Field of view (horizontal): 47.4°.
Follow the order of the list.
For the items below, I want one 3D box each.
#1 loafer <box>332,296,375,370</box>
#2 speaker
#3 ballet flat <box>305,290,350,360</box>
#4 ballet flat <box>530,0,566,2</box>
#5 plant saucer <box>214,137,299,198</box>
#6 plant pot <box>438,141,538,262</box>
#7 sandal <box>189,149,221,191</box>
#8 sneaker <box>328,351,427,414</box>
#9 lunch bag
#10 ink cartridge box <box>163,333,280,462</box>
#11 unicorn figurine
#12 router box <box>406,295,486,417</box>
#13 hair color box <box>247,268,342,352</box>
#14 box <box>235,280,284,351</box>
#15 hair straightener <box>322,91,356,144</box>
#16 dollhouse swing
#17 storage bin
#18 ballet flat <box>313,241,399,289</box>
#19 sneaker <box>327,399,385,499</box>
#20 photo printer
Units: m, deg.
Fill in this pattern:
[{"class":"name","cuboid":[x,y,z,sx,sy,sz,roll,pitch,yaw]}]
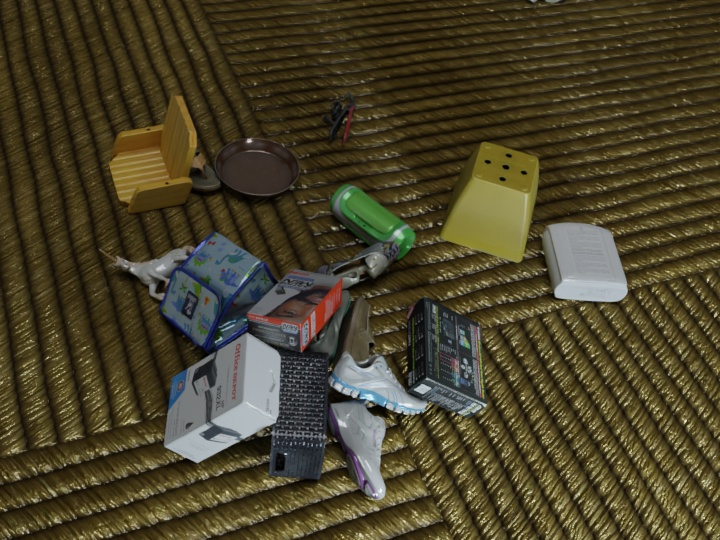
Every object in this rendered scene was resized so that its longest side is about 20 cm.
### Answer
[{"class":"loafer","cuboid":[-0.007,0.136,1.625,0.067,0.076,0.201,29,43,-13]},{"class":"speaker","cuboid":[0.025,-0.109,1.834,0.200,0.089,0.088,38,54,22]},{"class":"ballet flat","cuboid":[-0.066,0.095,1.634,0.064,0.067,0.201,39,38,-21]},{"class":"ballet flat","cuboid":[0.579,-0.896,2.632,0.198,0.068,0.069,1,57,-9]},{"class":"plant saucer","cuboid":[-0.243,-0.235,1.929,0.199,0.035,0.201,5,48,-6]},{"class":"plant pot","cuboid":[0.311,-0.172,1.877,0.199,0.177,0.201,18,48,6]},{"class":"sandal","cuboid":[-0.391,-0.254,1.908,0.080,0.054,0.200,-20,55,-25]},{"class":"sneaker","cuboid":[0.042,0.206,1.526,0.199,0.087,0.075,21,2,-17]},{"class":"lunch bag","cuboid":[-0.282,0.047,1.603,0.170,0.128,0.200,30,74,37]},{"class":"ink cartridge box","cuboid":[-0.239,0.221,1.422,0.084,0.199,0.146,37,35,-36]},{"class":"unicorn figurine","cuboid":[-0.411,-0.001,1.681,0.199,0.074,0.137,-18,41,-41]},{"class":"router box","cuboid":[0.165,0.166,1.592,0.149,0.062,0.201,26,44,-24]},{"class":"hair color box","cuboid":[-0.120,0.070,1.544,0.110,0.064,0.200,10,29,17]},{"class":"box","cuboid":[-0.166,0.109,1.640,0.136,0.039,0.201,11,48,1]},{"class":"hair straightener","cuboid":[-0.057,-0.399,2.102,0.076,0.041,0.201,12,48,1]},{"class":"dollhouse swing","cuboid":[-0.466,-0.269,1.824,0.181,0.176,0.201,-13,54,-18]},{"class":"storage bin","cuboid":[-0.109,0.254,1.457,0.093,0.136,0.201,5,48,-4]},{"class":"ballet flat","cuboid":[0.000,0.000,1.725,0.199,0.072,0.072,-22,54,-8]},{"class":"sneaker","cuboid":[0.013,0.311,1.470,0.099,0.075,0.201,-13,52,-19]},{"class":"photo printer","cuboid":[0.500,-0.026,1.852,0.165,0.070,0.201,3,48,-7]}]
